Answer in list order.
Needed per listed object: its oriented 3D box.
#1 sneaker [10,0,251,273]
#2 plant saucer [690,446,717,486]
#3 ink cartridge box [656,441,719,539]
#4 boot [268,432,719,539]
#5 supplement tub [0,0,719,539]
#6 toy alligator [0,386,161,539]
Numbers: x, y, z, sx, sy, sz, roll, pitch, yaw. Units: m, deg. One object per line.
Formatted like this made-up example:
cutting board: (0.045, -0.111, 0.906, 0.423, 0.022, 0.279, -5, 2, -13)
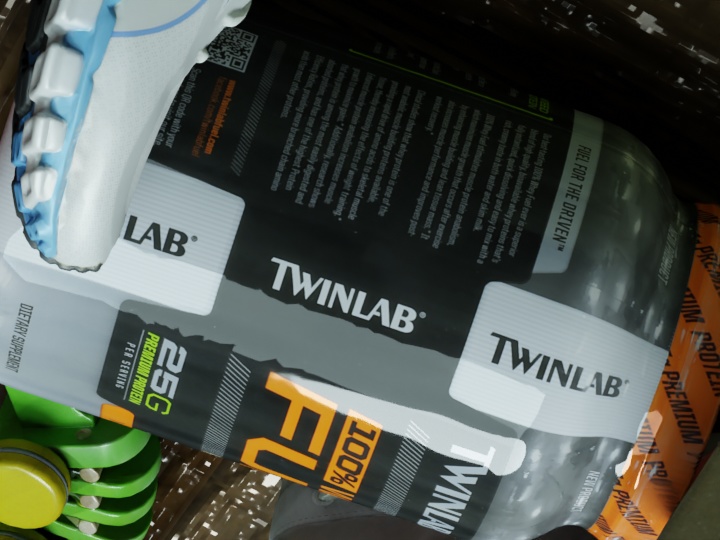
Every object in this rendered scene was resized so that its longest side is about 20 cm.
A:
sneaker: (-0.028, -0.091, 0.722, 0.087, 0.075, 0.200, 16, 95, -14)
plant saucer: (0.136, 0.152, 0.840, 0.200, 0.200, 0.037, 53, 164, -5)
ink cartridge box: (0.181, 0.090, 0.760, 0.200, 0.165, 0.075, 32, 140, 9)
boot: (0.068, 0.098, 0.902, 0.200, 0.096, 0.074, 8, 133, 9)
supplement tub: (0.000, 0.000, 0.814, 0.200, 0.123, 0.123, 19, 134, 0)
toy alligator: (-0.096, 0.086, 0.965, 0.054, 0.059, 0.200, 15, 134, 3)
